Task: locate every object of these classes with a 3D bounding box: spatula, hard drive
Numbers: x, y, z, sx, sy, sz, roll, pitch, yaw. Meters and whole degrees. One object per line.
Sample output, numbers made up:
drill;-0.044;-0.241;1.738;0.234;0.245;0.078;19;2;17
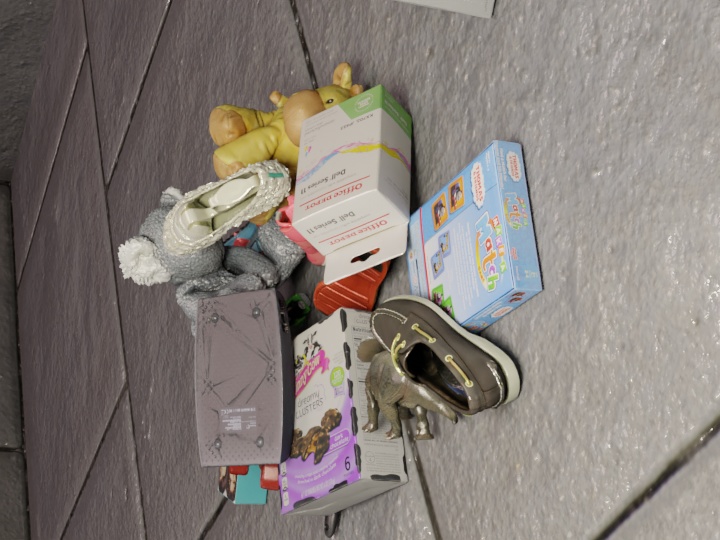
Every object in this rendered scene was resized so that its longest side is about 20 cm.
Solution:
spatula;-0.027;0.225;1.518;0.056;0.020;0.202;7;93;59
hard drive;-0.135;0.128;1.471;0.134;0.042;0.202;-8;80;34

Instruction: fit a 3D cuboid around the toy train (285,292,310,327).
toy train;-0.138;0.091;1.688;0.200;0.056;0.042;-38;93;30

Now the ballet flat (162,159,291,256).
ballet flat;-0.173;-0.078;1.483;0.199;0.072;0.072;-29;55;25

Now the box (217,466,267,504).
box;-0.160;0.224;1.776;0.082;0.049;0.202;-170;86;-65

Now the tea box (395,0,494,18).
tea box;0.058;-0.383;1.304;0.197;0.132;0.202;-144;61;-62

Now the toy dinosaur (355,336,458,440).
toy dinosaur;0.038;0.122;1.316;0.200;0.076;0.103;-146;46;-72

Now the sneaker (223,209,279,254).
sneaker;-0.115;-0.033;1.722;0.200;0.079;0.096;-35;82;52

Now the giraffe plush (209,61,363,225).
giraffe plush;-0.066;-0.166;1.537;0.162;0.200;0.174;-24;99;46

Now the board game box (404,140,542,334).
board game box;0.107;-0.017;1.249;0.200;0.036;0.153;138;131;-58

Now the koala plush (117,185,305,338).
koala plush;-0.208;-0.006;1.621;0.184;0.199;0.178;-39;18;48

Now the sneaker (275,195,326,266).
sneaker;-0.061;-0.059;1.525;0.200;0.086;0.075;118;161;-74

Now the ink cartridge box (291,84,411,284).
ink cartridge box;-0.009;-0.095;1.371;0.116;0.067;0.202;-22;46;27

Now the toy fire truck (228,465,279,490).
toy fire truck;-0.112;0.187;1.629;0.168;0.111;0.202;145;129;-82

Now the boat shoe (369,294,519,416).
boat shoe;0.067;0.081;1.225;0.201;0.060;0.072;28;131;47

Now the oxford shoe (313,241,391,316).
oxford shoe;0.000;0.000;1.471;0.073;0.071;0.200;-64;7;-33

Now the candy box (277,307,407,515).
candy box;-0.031;0.166;1.447;0.167;0.071;0.202;-34;55;47
